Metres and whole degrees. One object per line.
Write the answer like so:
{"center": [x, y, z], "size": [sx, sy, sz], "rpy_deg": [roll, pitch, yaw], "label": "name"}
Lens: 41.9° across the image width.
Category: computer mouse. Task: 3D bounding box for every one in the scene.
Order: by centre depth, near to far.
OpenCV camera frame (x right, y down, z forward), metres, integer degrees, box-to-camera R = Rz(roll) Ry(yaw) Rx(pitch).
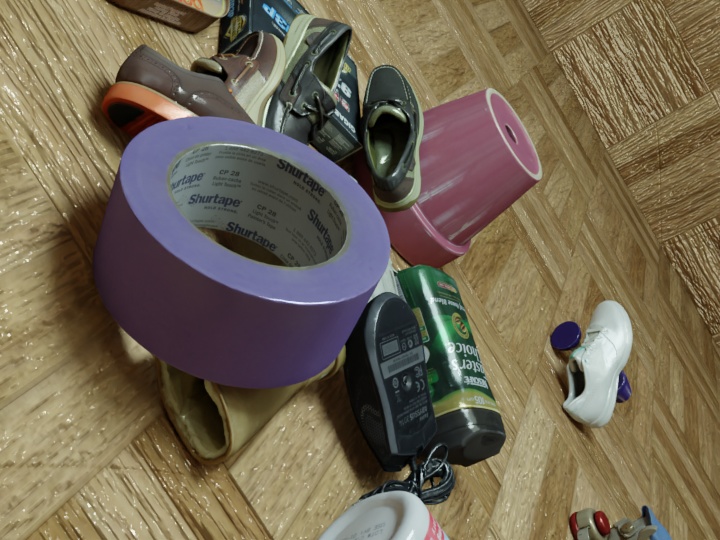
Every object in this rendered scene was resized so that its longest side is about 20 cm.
{"center": [0.021, 0.121, 0.844], "size": [0.138, 0.052, 0.202], "rpy_deg": [-8, 90, -53], "label": "computer mouse"}

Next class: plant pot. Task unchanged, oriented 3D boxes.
{"center": [0.117, -0.126, 1.166], "size": [0.200, 0.178, 0.201], "rpy_deg": [42, 31, -34], "label": "plant pot"}

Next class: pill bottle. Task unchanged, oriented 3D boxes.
{"center": [0.052, 0.274, 0.707], "size": [0.201, 0.108, 0.109], "rpy_deg": [55, 25, -13], "label": "pill bottle"}

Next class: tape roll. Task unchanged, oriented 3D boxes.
{"center": [-0.084, -0.018, 0.677], "size": [0.199, 0.085, 0.201], "rpy_deg": [19, 35, -14], "label": "tape roll"}

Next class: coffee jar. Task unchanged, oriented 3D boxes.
{"center": [0.079, 0.101, 0.969], "size": [0.104, 0.085, 0.201], "rpy_deg": [22, 46, -54], "label": "coffee jar"}

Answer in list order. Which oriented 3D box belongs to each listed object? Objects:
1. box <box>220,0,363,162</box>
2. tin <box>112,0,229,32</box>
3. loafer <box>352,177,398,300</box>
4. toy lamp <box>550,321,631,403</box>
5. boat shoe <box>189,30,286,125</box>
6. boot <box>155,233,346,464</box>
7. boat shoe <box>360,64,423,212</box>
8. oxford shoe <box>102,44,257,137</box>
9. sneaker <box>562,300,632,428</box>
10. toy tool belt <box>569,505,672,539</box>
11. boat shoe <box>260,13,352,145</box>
{"center": [-0.076, -0.241, 1.073], "size": [0.200, 0.046, 0.160], "rpy_deg": [41, 32, -38], "label": "box"}
{"center": [-0.201, -0.292, 0.899], "size": [0.200, 0.042, 0.113], "rpy_deg": [3, 58, -62], "label": "tin"}
{"center": [0.000, 0.000, 0.943], "size": [0.070, 0.070, 0.202], "rpy_deg": [12, 62, -51], "label": "loafer"}
{"center": [0.382, 0.154, 1.530], "size": [0.200, 0.058, 0.058], "rpy_deg": [44, 30, -35], "label": "toy lamp"}
{"center": [-0.126, -0.175, 0.881], "size": [0.072, 0.072, 0.201], "rpy_deg": [40, 42, -26], "label": "boat shoe"}
{"center": [-0.092, 0.035, 0.735], "size": [0.176, 0.066, 0.200], "rpy_deg": [61, 26, 3], "label": "boot"}
{"center": [0.036, -0.165, 1.075], "size": [0.066, 0.071, 0.202], "rpy_deg": [72, 15, -59], "label": "boat shoe"}
{"center": [-0.109, -0.120, 0.783], "size": [0.199, 0.071, 0.073], "rpy_deg": [28, 62, -24], "label": "oxford shoe"}
{"center": [0.350, 0.130, 1.417], "size": [0.088, 0.075, 0.201], "rpy_deg": [26, 66, -28], "label": "sneaker"}
{"center": [0.372, 0.362, 1.215], "size": [0.200, 0.122, 0.125], "rpy_deg": [50, 27, -22], "label": "toy tool belt"}
{"center": [-0.056, -0.175, 0.947], "size": [0.073, 0.064, 0.201], "rpy_deg": [50, 48, -60], "label": "boat shoe"}
